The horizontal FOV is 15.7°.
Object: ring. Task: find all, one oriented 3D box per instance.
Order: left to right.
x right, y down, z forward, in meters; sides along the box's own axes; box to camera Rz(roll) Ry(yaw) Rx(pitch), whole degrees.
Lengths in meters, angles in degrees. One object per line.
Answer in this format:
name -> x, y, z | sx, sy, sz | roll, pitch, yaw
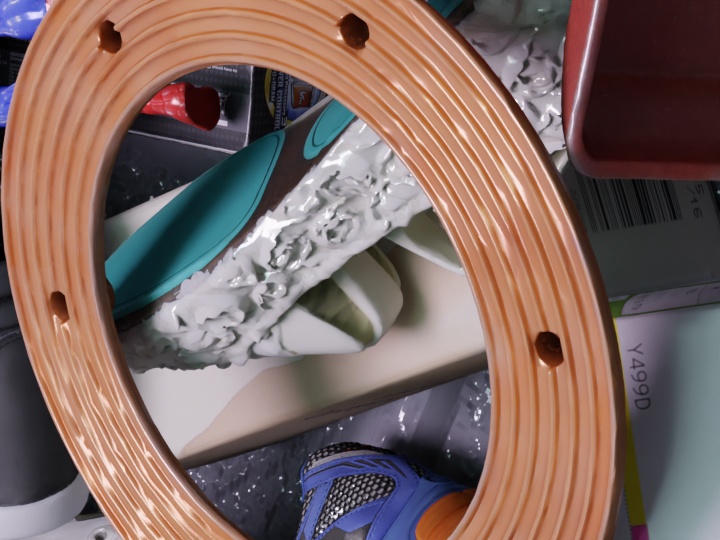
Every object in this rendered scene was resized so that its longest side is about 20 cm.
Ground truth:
ring -> -0.014, 0.012, 0.628 | 0.200, 0.019, 0.201 | 19, 119, 37

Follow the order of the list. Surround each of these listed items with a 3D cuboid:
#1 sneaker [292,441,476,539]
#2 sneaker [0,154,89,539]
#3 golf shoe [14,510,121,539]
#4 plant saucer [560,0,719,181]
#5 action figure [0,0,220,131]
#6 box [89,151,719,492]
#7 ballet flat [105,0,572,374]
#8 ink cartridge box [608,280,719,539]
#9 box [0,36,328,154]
sneaker -> -0.015, 0.141, 0.835 | 0.078, 0.075, 0.200 | 41, 111, 37
sneaker -> -0.146, -0.006, 0.809 | 0.200, 0.071, 0.099 | 34, 130, 44
golf shoe -> -0.096, 0.107, 0.808 | 0.200, 0.078, 0.097 | 22, 81, 20
plant saucer -> 0.132, -0.121, 0.603 | 0.037, 0.199, 0.201 | 30, 115, 50
action figure -> -0.136, -0.063, 0.852 | 0.199, 0.099, 0.065 | -4, 91, 16
box -> 0.000, 0.000, 0.782 | 0.200, 0.095, 0.078 | -22, 83, 40
ballet flat -> 0.000, -0.014, 0.684 | 0.200, 0.072, 0.072 | -37, 73, 38
ink cartridge box -> 0.146, 0.069, 0.633 | 0.199, 0.076, 0.148 | -9, 91, 11
box -> -0.093, -0.132, 0.869 | 0.200, 0.044, 0.161 | 12, 103, 37
